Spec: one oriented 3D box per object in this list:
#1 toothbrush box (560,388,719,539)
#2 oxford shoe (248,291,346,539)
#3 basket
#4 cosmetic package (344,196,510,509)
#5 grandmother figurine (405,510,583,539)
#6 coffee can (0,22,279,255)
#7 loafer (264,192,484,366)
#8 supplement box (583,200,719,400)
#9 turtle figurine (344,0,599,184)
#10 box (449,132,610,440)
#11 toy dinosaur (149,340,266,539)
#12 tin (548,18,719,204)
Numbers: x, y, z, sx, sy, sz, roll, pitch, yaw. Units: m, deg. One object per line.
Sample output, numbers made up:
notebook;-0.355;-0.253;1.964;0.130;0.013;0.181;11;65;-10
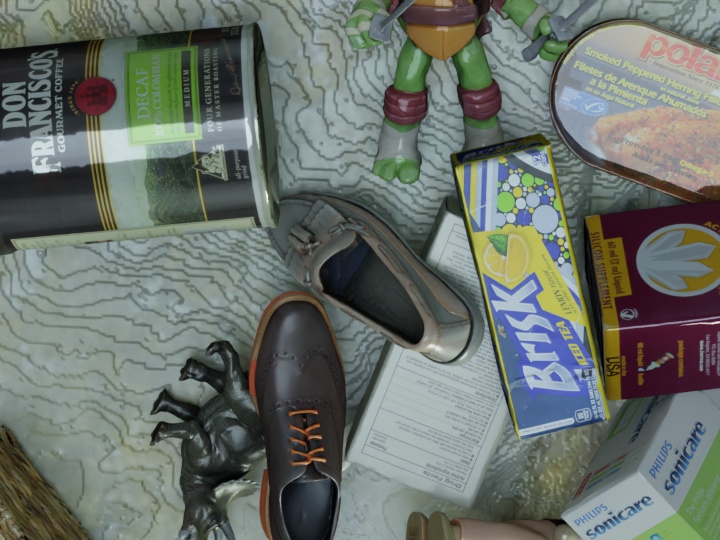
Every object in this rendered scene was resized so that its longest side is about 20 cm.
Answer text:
toothbrush box;0.260;0.187;1.682;0.200;0.146;0.086;46;131;-8
oxford shoe;-0.037;0.115;1.669;0.071;0.073;0.200;-8;107;-13
basket;-0.273;0.242;1.719;0.149;0.143;0.200;-35;98;7
cosmetic package;0.071;0.059;1.708;0.103;0.073;0.200;22;101;-3
grandmother figurine;0.134;0.203;1.717;0.200;0.121;0.061;5;90;-23
coffee can;-0.164;-0.093;1.649;0.200;0.146;0.147;-6;101;2
loafer;0.000;0.000;1.654;0.200;0.063;0.072;35;107;31
supplement box;0.265;0.015;1.661;0.200;0.111;0.086;-7;139;2
turtle figurine;0.065;-0.147;1.619;0.144;0.200;0.194;-24;128;-35
box;0.118;0.011;1.630;0.070;0.064;0.200;-13;100;2
toy dinosaur;-0.091;0.108;1.734;0.102;0.077;0.200;33;95;-17
tin;0.232;-0.112;1.689;0.200;0.042;0.112;21;105;-3
